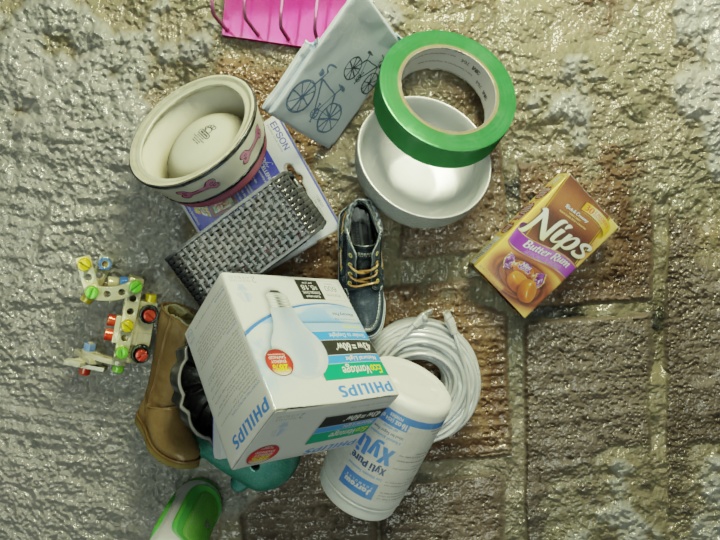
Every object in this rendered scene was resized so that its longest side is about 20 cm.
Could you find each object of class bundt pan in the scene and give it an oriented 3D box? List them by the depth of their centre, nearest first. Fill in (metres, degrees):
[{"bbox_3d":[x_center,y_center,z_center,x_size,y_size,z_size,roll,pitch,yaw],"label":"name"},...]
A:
[{"bbox_3d":[-0.190,0.157,0.865,0.201,0.075,0.204,7,80,-43],"label":"bundt pan"}]

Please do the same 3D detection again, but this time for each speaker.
[{"bbox_3d":[-0.270,0.400,0.905,0.087,0.200,0.089,0,99,-1],"label":"speaker"}]

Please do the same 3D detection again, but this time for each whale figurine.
[{"bbox_3d":[-0.194,0.282,0.936,0.198,0.104,0.161,6,99,-1],"label":"whale figurine"}]

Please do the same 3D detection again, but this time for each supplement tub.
[{"bbox_3d":[0.035,0.239,0.854,0.131,0.132,0.201,23,107,-4],"label":"supplement tub"}]

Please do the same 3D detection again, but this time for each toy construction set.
[{"bbox_3d":[-0.384,0.080,0.907,0.130,0.092,0.202,12,107,-25],"label":"toy construction set"}]

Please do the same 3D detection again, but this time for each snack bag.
[{"bbox_3d":[-0.029,-0.271,0.812,0.021,0.188,0.200,42,102,19],"label":"snack bag"}]

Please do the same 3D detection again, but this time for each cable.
[{"bbox_3d":[0.091,0.173,0.943,0.199,0.069,0.201,-29,99,4],"label":"cable"}]

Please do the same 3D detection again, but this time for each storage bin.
[{"bbox_3d":[-0.154,-0.042,0.827,0.199,0.135,0.094,-36,98,5],"label":"storage bin"}]

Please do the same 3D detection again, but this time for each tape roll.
[{"bbox_3d":[0.119,-0.244,0.840,0.198,0.048,0.202,4,68,-9],"label":"tape roll"}]

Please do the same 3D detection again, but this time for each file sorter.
[{"bbox_3d":[-0.098,-0.396,0.821,0.198,0.125,0.140,7,99,-2],"label":"file sorter"}]

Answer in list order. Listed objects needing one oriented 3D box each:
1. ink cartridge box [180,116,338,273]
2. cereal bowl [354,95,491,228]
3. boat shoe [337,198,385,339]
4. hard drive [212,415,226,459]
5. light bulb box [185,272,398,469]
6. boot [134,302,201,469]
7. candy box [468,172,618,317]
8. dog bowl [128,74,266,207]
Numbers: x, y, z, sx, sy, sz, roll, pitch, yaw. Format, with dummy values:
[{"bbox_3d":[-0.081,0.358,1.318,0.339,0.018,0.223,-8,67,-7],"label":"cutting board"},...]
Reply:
[{"bbox_3d":[-0.160,-0.101,0.909,0.199,0.047,0.199,-29,97,2],"label":"ink cartridge box"},{"bbox_3d":[0.085,-0.149,0.867,0.198,0.083,0.202,4,70,-10],"label":"cereal bowl"},{"bbox_3d":[0.000,0.000,0.846,0.070,0.091,0.202,-7,86,-8],"label":"boat shoe"},{"bbox_3d":[-0.120,0.189,0.858,0.199,0.025,0.133,4,81,-42],"label":"hard drive"},{"bbox_3d":[-0.091,0.121,0.765,0.125,0.197,0.201,-53,52,31],"label":"light bulb box"},{"bbox_3d":[-0.280,0.172,0.899,0.174,0.066,0.202,26,102,39],"label":"boot"},{"bbox_3d":[0.281,-0.040,0.919,0.117,0.056,0.200,44,94,-6],"label":"candy box"},{"bbox_3d":[-0.220,-0.177,0.834,0.199,0.201,0.074,-30,143,4],"label":"dog bowl"}]
